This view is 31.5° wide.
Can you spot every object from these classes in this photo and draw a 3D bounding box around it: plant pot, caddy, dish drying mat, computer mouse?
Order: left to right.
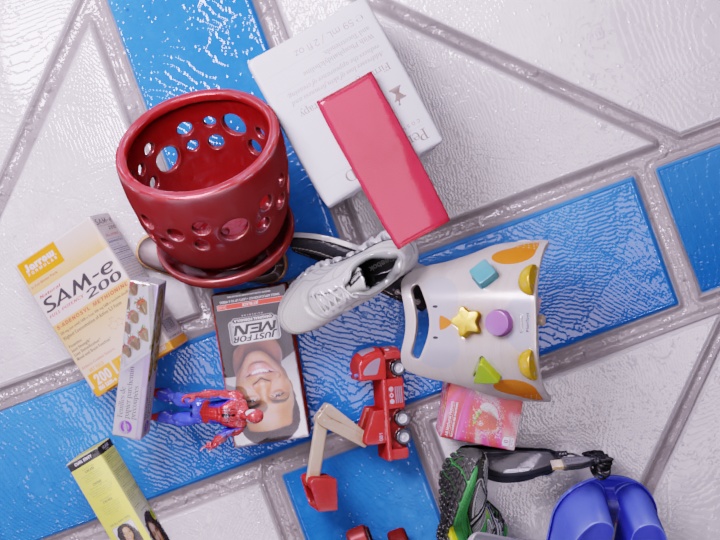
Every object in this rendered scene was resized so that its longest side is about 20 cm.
[{"bbox_3d":[-0.176,-0.091,1.550,0.200,0.201,0.183,-15,134,0],"label":"plant pot"},{"bbox_3d":[0.028,-0.129,1.514,0.077,0.018,0.200,-29,93,0],"label":"dish drying mat"},{"bbox_3d":[0.224,0.252,1.626,0.200,0.140,0.046,2,87,0],"label":"computer mouse"},{"bbox_3d":[0.311,0.358,1.640,0.141,0.105,0.200,5,114,-7],"label":"caddy"}]

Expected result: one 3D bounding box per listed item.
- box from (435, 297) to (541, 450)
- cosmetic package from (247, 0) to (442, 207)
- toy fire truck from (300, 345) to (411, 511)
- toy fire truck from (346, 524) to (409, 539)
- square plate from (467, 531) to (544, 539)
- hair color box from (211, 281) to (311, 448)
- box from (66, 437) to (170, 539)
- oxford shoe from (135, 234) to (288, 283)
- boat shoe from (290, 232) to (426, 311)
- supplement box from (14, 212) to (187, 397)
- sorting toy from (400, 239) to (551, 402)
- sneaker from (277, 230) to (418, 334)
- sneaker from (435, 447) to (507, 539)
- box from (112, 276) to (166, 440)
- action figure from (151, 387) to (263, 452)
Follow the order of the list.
[{"bbox_3d":[0.163,0.121,1.646,0.099,0.095,0.200,11,91,0],"label":"box"},{"bbox_3d":[-0.018,-0.205,1.602,0.167,0.166,0.200,-30,93,0],"label":"cosmetic package"},{"bbox_3d":[-0.009,0.202,1.652,0.141,0.049,0.200,-5,92,-17],"label":"toy fire truck"},{"bbox_3d":[0.027,0.417,1.610,0.112,0.168,0.200,-19,81,0],"label":"toy fire truck"},{"bbox_3d":[0.156,0.427,1.631,0.028,0.200,0.198,24,93,41],"label":"square plate"},{"bbox_3d":[-0.128,0.122,1.662,0.101,0.061,0.200,-10,92,0],"label":"hair color box"},{"bbox_3d":[-0.303,0.319,1.660,0.050,0.075,0.200,-31,93,3],"label":"box"},{"bbox_3d":[-0.195,-0.021,1.650,0.200,0.073,0.071,3,92,3],"label":"oxford shoe"},{"bbox_3d":[0.000,0.000,1.657,0.200,0.074,0.060,17,87,-9],"label":"boat shoe"},{"bbox_3d":[-0.332,0.043,1.643,0.126,0.074,0.200,-33,91,11],"label":"supplement box"},{"bbox_3d":[0.136,0.064,1.563,0.180,0.107,0.200,-1,89,20],"label":"sorting toy"},{"bbox_3d":[-0.021,0.018,1.586,0.200,0.081,0.075,-33,100,13],"label":"sneaker"},{"bbox_3d":[0.146,0.308,1.646,0.085,0.078,0.200,-6,124,-10],"label":"sneaker"},{"bbox_3d":[-0.274,0.108,1.587,0.039,0.041,0.200,9,99,7],"label":"box"},{"bbox_3d":[-0.222,0.182,1.609,0.200,0.099,0.065,1,96,22],"label":"action figure"}]
